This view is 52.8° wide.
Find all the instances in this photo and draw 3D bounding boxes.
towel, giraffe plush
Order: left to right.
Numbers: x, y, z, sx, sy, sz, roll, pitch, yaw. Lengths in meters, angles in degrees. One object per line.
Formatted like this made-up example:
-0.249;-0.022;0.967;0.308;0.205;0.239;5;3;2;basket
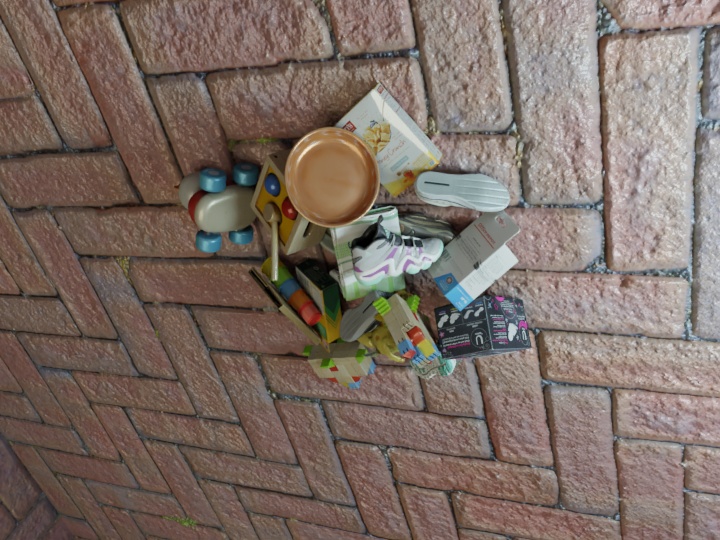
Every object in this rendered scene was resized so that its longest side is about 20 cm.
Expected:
0.019;-0.032;1.550;0.146;0.031;0.203;-10;121;-1;towel
0.071;0.107;1.721;0.169;0.200;0.166;16;103;18;giraffe plush

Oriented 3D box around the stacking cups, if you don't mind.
-0.164;0.048;1.780;0.200;0.060;0.061;45;140;25;stacking cups

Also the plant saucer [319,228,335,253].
-0.047;-0.138;1.606;0.198;0.050;0.204;25;125;41;plant saucer

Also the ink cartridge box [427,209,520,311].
0.243;-0.029;1.498;0.199;0.117;0.068;-41;129;10;ink cartridge box

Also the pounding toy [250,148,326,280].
-0.159;-0.123;1.591;0.185;0.141;0.201;51;138;21;pounding toy

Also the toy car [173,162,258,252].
-0.352;-0.178;1.713;0.199;0.175;0.188;35;127;37;toy car

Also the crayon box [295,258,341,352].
-0.099;0.088;1.804;0.125;0.051;0.203;40;146;42;crayon box

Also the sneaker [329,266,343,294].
0.000;0.000;1.707;0.076;0.114;0.200;55;166;-9;sneaker

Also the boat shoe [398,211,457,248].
0.116;-0.086;1.579;0.196;0.074;0.076;16;128;4;boat shoe

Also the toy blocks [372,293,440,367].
0.115;0.140;1.543;0.099;0.138;0.199;-36;146;13;toy blocks

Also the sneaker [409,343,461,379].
0.192;0.215;1.788;0.199;0.090;0.079;-9;108;60;sneaker

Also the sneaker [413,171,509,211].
0.206;-0.162;1.487;0.196;0.075;0.071;13;173;1;sneaker

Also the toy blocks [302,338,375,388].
-0.042;0.257;1.931;0.196;0.101;0.138;-7;133;29;toy blocks

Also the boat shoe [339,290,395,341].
0.019;0.108;1.624;0.070;0.074;0.200;5;153;-30;boat shoe

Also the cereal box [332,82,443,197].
0.054;-0.264;1.490;0.200;0.040;0.143;45;132;-13;cereal box

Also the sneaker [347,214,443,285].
0.069;-0.059;1.483;0.196;0.078;0.142;-21;125;-4;sneaker

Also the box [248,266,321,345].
-0.185;0.090;1.788;0.163;0.021;0.200;44;175;40;box

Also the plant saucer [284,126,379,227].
-0.059;-0.187;1.477;0.199;0.201;0.037;38;171;-8;plant saucer

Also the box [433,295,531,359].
0.267;0.129;1.579;0.130;0.198;0.117;-17;75;34;box
